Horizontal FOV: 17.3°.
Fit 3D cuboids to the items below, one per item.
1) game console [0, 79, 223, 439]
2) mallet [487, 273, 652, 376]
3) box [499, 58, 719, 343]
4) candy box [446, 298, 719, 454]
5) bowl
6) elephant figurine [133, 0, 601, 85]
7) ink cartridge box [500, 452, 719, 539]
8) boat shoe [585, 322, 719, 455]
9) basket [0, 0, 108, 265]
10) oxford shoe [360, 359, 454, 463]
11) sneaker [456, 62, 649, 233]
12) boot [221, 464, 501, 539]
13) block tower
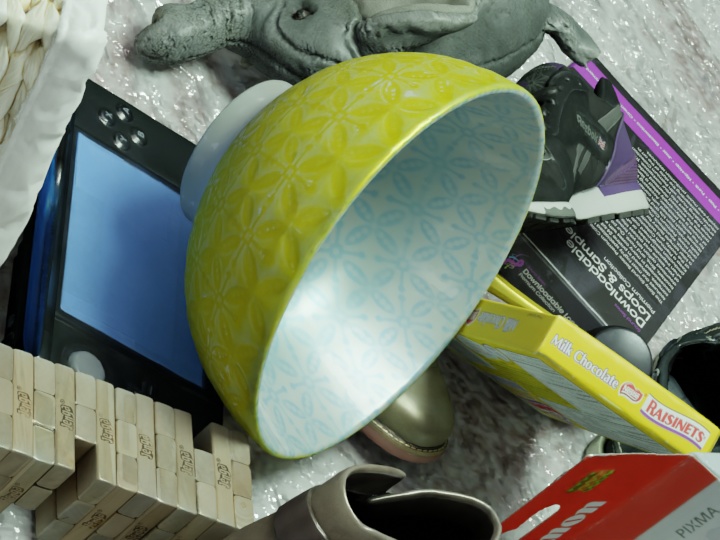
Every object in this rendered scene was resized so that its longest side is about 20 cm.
[{"bbox_3d":[-0.099,-0.038,1.076,0.170,0.118,0.201,31,40,-30],"label":"game console"},{"bbox_3d":[0.072,0.006,1.261,0.199,0.041,0.066,36,-5,-7],"label":"mallet"},{"bbox_3d":[0.138,-0.037,1.390,0.143,0.036,0.200,47,36,0],"label":"box"},{"bbox_3d":[0.094,0.049,1.169,0.102,0.027,0.200,32,-6,-17],"label":"candy box"},{"bbox_3d":[-0.019,-0.025,1.082,0.107,0.201,0.200,36,32,22],"label":"bowl"},{"bbox_3d":[0.006,-0.122,1.275,0.200,0.154,0.142,-49,122,-46],"label":"elephant figurine"},{"bbox_3d":[0.133,0.143,1.116,0.199,0.162,0.050,3,56,-43],"label":"ink cartridge box"},{"bbox_3d":[0.195,0.069,1.324,0.075,0.066,0.199,53,37,8],"label":"boat shoe"},{"bbox_3d":[-0.200,-0.117,0.979,0.160,0.199,0.201,18,45,-17],"label":"basket"},{"bbox_3d":[0.000,0.000,1.186,0.071,0.074,0.201,-7,64,-50],"label":"oxford shoe"},{"bbox_3d":[0.086,-0.064,1.244,0.200,0.075,0.088,-9,90,-64],"label":"sneaker"},{"bbox_3d":[-0.044,0.127,0.968,0.199,0.146,0.071,3,57,-43],"label":"boot"},{"bbox_3d":[-0.134,0.076,1.003,0.199,0.054,0.058,22,43,-31],"label":"block tower"}]
